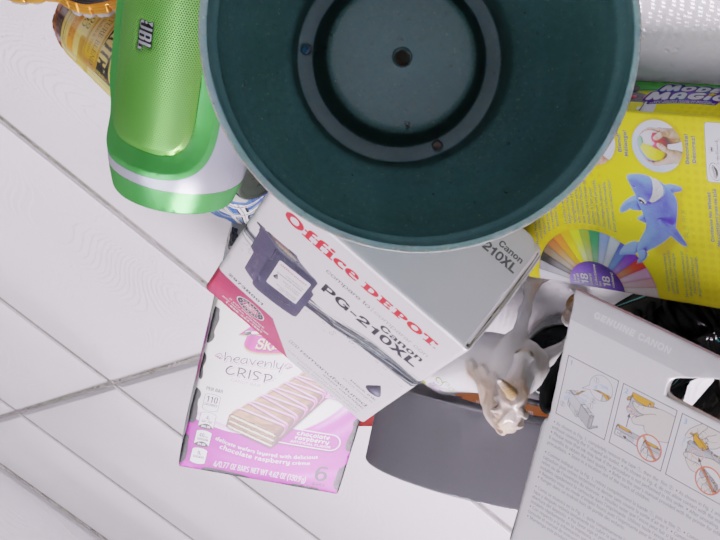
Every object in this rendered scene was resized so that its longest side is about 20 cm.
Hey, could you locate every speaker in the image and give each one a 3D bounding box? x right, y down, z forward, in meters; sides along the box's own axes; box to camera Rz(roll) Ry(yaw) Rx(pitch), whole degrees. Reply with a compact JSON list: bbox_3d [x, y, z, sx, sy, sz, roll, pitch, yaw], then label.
[{"bbox_3d":[-0.093,-0.137,0.718,0.088,0.088,0.200,22,118,21],"label":"speaker"}]

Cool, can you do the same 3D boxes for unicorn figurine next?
[{"bbox_3d":[0.094,0.055,0.892,0.074,0.137,0.200,41,153,-16],"label":"unicorn figurine"}]

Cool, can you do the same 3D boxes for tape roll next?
[{"bbox_3d":[0.107,0.134,0.991,0.200,0.066,0.200,11,-179,0],"label":"tape roll"}]

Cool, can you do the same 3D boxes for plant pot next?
[{"bbox_3d":[0.024,-0.111,0.641,0.200,0.200,0.134,34,-179,-5],"label":"plant pot"}]

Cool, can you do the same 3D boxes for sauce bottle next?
[{"bbox_3d":[-0.125,-0.121,0.843,0.200,0.066,0.066,41,161,28],"label":"sauce bottle"}]

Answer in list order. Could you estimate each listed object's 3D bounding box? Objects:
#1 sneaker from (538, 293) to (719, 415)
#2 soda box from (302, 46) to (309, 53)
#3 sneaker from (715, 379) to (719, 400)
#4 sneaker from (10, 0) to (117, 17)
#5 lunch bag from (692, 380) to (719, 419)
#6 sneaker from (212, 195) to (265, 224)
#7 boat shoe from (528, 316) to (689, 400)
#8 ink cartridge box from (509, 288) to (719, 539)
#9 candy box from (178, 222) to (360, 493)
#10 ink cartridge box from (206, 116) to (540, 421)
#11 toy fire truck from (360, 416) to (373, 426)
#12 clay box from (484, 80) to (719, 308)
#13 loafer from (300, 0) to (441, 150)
[{"bbox_3d":[0.187,0.042,0.771,0.200,0.079,0.075,-43,71,44],"label":"sneaker"},{"bbox_3d":[0.007,-0.057,0.875,0.068,0.064,0.200,14,149,33],"label":"soda box"},{"bbox_3d":[0.274,0.103,0.679,0.200,0.076,0.077,40,-175,-5],"label":"sneaker"},{"bbox_3d":[-0.178,-0.210,0.801,0.200,0.078,0.077,9,137,38],"label":"sneaker"},{"bbox_3d":[0.289,0.155,0.796,0.200,0.164,0.118,37,-167,-7],"label":"lunch bag"},{"bbox_3d":[-0.080,-0.077,0.935,0.077,0.076,0.200,29,169,-14],"label":"sneaker"},{"bbox_3d":[0.169,0.072,0.925,0.076,0.060,0.200,37,154,-10],"label":"boat shoe"},{"bbox_3d":[0.186,0.123,0.692,0.200,0.045,0.176,28,117,37],"label":"ink cartridge box"},{"bbox_3d":[-0.059,0.073,1.019,0.136,0.061,0.200,11,116,-8],"label":"candy box"},{"bbox_3d":[0.000,0.000,0.797,0.145,0.084,0.200,41,154,-2],"label":"ink cartridge box"},{"bbox_3d":[-0.019,0.083,1.134,0.168,0.112,0.200,-4,144,15],"label":"toy fire truck"},{"bbox_3d":[0.156,-0.045,0.706,0.200,0.048,0.115,12,125,39],"label":"clay box"},{"bbox_3d":[0.031,-0.104,0.763,0.200,0.063,0.072,45,153,-25],"label":"loafer"}]
